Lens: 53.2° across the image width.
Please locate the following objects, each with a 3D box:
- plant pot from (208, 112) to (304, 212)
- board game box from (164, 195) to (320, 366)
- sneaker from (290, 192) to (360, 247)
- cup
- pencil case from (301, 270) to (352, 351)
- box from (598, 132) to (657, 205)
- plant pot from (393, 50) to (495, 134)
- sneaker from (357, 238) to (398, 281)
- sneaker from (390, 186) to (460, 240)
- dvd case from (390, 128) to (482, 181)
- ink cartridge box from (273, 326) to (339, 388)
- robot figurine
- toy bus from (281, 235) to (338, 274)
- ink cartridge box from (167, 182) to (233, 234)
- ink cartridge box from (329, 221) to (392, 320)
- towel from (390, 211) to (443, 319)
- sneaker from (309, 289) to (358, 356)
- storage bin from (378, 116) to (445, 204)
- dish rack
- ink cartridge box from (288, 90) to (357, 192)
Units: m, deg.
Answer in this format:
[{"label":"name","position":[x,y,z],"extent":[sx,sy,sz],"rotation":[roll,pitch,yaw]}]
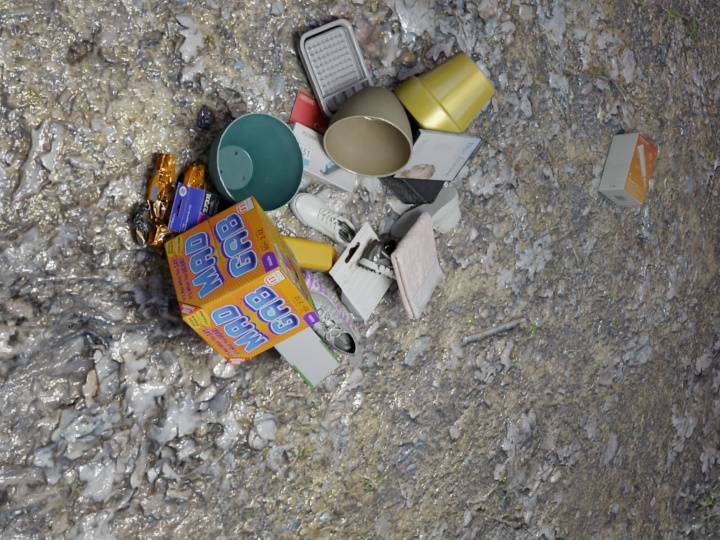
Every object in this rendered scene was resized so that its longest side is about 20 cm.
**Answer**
[{"label":"plant pot","position":[-0.236,-0.220,1.498],"extent":[0.200,0.135,0.201],"rotation":[-2,94,-36]},{"label":"board game box","position":[-0.229,0.023,1.400],"extent":[0.200,0.200,0.200],"rotation":[-28,141,3]},{"label":"sneaker","position":[-0.073,-0.119,1.668],"extent":[0.200,0.071,0.073],"rotation":[32,75,-34]},{"label":"cup","position":[0.026,-0.329,1.618],"extent":[0.200,0.200,0.144],"rotation":[32,53,-34]},{"label":"pencil case","position":[-0.101,0.089,1.653],"extent":[0.200,0.084,0.086],"rotation":[48,36,-28]},{"label":"box","position":[0.871,-0.328,2.338],"extent":[0.124,0.097,0.200],"rotation":[25,78,-35]},{"label":"plant pot","position":[0.213,-0.417,1.737],"extent":[0.189,0.201,0.201],"rotation":[-39,121,11]},{"label":"sneaker","position":[0.080,-0.023,1.713],"extent":[0.200,0.066,0.091],"rotation":[20,93,-48]},{"label":"sneaker","position":[0.177,-0.117,1.851],"extent":[0.200,0.074,0.116],"rotation":[-34,143,-5]},{"label":"dvd case","position":[0.179,-0.269,1.705],"extent":[0.200,0.143,0.018],"rotation":[-3,51,-37]},{"label":"ink cartridge box","position":[-0.147,0.144,1.548],"extent":[0.084,0.200,0.145],"rotation":[-42,118,-8]},{"label":"robot figurine","position":[-0.379,-0.126,1.446],"extent":[0.145,0.058,0.201],"rotation":[13,85,-39]},{"label":"toy bus","position":[-0.133,-0.036,1.620],"extent":[0.200,0.078,0.065],"rotation":[8,80,-37]},{"label":"ink cartridge box","position":[-0.308,-0.106,1.465],"extent":[0.200,0.037,0.095],"rotation":[22,79,-62]},{"label":"ink cartridge box","position":[0.000,0.000,1.719],"extent":[0.161,0.050,0.200],"rotation":[-55,135,-19]},{"label":"towel","position":[0.141,-0.012,1.730],"extent":[0.200,0.032,0.191],"rotation":[-53,135,-47]},{"label":"sneaker","position":[-0.066,0.117,1.588],"extent":[0.075,0.082,0.200],"rotation":[-47,118,2]},{"label":"storage bin","position":[0.117,-0.269,1.785],"extent":[0.200,0.094,0.135],"rotation":[41,70,-32]},{"label":"dish rack","position":[-0.061,-0.463,1.662],"extent":[0.172,0.043,0.200],"rotation":[-35,113,-35]},{"label":"ink cartridge box","position":[-0.081,-0.298,1.666],"extent":[0.200,0.045,0.177],"rotation":[21,81,-36]}]
